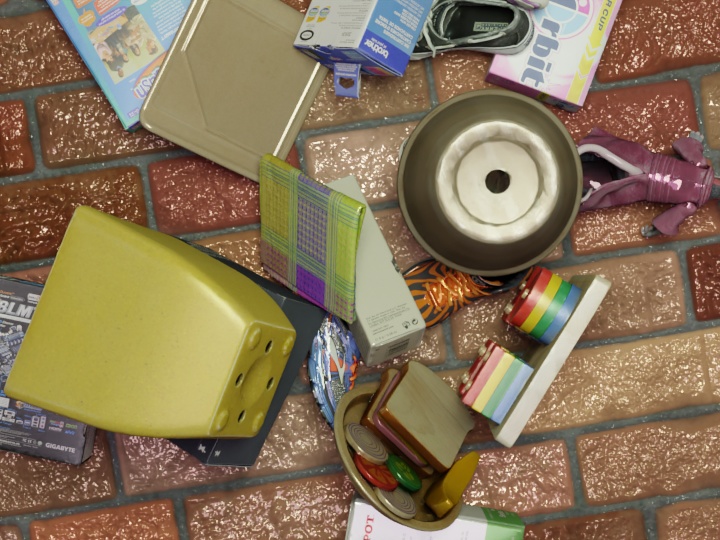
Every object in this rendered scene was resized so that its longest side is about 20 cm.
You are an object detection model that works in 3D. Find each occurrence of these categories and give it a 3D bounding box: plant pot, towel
[{"bbox_3d":[-0.183,0.073,1.076,0.200,0.195,0.194,21,89,22],"label":"plant pot"},{"bbox_3d":[0.133,-0.089,1.100,0.200,0.174,0.200,0,93,3],"label":"plant pot"},{"bbox_3d":[-0.058,-0.039,1.205,0.023,0.200,0.144,-12,117,-33],"label":"towel"}]

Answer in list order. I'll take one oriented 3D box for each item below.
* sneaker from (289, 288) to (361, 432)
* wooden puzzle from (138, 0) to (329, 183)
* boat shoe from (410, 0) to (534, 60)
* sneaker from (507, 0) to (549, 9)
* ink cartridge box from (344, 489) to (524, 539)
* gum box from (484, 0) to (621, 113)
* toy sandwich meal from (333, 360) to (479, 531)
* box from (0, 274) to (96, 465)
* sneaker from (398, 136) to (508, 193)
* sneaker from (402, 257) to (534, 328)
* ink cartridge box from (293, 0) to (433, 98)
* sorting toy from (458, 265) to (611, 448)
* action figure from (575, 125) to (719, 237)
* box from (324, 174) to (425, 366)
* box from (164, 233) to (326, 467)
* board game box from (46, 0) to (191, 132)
[{"bbox_3d":[-0.026,0.102,1.274,0.078,0.075,0.200,-14,93,-2],"label":"sneaker"},{"bbox_3d":[-0.137,-0.220,1.253,0.185,0.037,0.200,24,89,-32],"label":"wooden puzzle"},{"bbox_3d":[0.091,-0.276,1.231,0.199,0.068,0.074,13,89,28],"label":"boat shoe"},{"bbox_3d":[0.158,-0.370,1.213,0.100,0.075,0.200,-44,57,21],"label":"sneaker"},{"bbox_3d":[0.076,0.341,1.271,0.200,0.084,0.146,10,91,0],"label":"ink cartridge box"},{"bbox_3d":[0.232,-0.297,1.263,0.113,0.066,0.200,20,92,1],"label":"gum box"},{"bbox_3d":[0.058,0.193,1.217,0.205,0.205,0.070,45,119,-1],"label":"toy sandwich meal"},{"bbox_3d":[-0.399,0.111,1.288,0.200,0.050,0.199,11,91,1],"label":"box"},{"bbox_3d":[0.137,-0.100,1.245,0.200,0.115,0.076,24,91,0],"label":"sneaker"},{"bbox_3d":[0.111,0.010,1.249,0.200,0.112,0.078,-31,90,2],"label":"sneaker"},{"bbox_3d":[0.009,-0.293,1.219,0.076,0.136,0.200,26,86,-35],"label":"ink cartridge box"},{"bbox_3d":[0.181,0.080,1.207,0.070,0.200,0.199,32,91,4],"label":"sorting toy"},{"bbox_3d":[0.333,-0.112,1.234,0.200,0.149,0.134,10,85,14],"label":"action figure"},{"bbox_3d":[0.000,0.000,1.232,0.068,0.082,0.200,-20,72,-12],"label":"box"},{"bbox_3d":[-0.170,0.090,1.225,0.182,0.104,0.200,27,92,28],"label":"box"},{"bbox_3d":[-0.259,-0.286,1.278,0.152,0.045,0.200,-31,91,0],"label":"board game box"}]
